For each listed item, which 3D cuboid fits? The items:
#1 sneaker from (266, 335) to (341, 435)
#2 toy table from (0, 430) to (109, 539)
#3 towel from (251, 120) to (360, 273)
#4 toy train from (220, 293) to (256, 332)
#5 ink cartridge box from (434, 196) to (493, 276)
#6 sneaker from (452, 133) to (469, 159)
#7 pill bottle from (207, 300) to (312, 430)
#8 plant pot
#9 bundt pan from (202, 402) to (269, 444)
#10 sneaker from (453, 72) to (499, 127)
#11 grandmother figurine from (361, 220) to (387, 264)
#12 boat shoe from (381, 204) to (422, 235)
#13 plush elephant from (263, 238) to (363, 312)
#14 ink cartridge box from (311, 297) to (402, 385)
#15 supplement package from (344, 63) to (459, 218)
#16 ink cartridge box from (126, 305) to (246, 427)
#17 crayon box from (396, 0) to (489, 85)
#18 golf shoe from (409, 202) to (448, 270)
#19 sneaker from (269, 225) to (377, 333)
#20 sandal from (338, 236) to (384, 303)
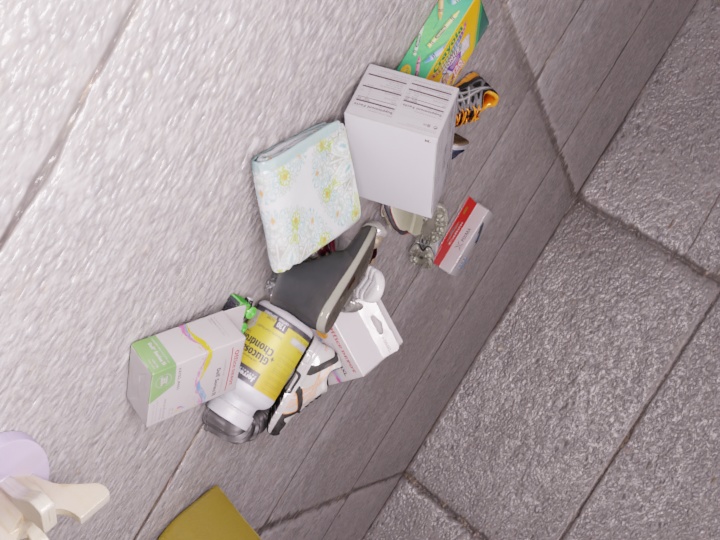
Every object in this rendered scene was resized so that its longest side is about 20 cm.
[{"bbox_3d":[-0.102,0.217,1.433,0.202,0.079,0.074,-58,-164,16],"label":"sneaker"},{"bbox_3d":[-0.427,0.310,1.026,0.184,0.116,0.202,-45,157,-29],"label":"toy table"},{"bbox_3d":[-0.076,-0.116,1.205,0.199,0.047,0.174,-36,124,-43],"label":"towel"},{"bbox_3d":[-0.235,0.128,1.308,0.202,0.041,0.056,-59,150,5],"label":"toy train"},{"bbox_3d":[0.273,-0.086,2.147,0.202,0.044,0.176,-59,161,5],"label":"ink cartridge box"},{"bbox_3d":[0.138,-0.214,1.609,0.198,0.070,0.110,-20,135,-48],"label":"sneaker"},{"bbox_3d":[-0.174,0.162,1.368,0.202,0.111,0.112,-59,160,-11],"label":"pill bottle"},{"bbox_3d":[-0.319,0.598,1.605,0.198,0.195,0.197,-26,145,-40],"label":"plant pot"},{"bbox_3d":[-0.198,0.238,1.503,0.202,0.075,0.203,-47,157,-26],"label":"bundt pan"},{"bbox_3d":[0.200,-0.321,1.589,0.200,0.077,0.079,-43,158,-29],"label":"sneaker"},{"bbox_3d":[0.000,-0.012,1.615,0.121,0.060,0.202,-39,157,-59],"label":"grandmother figurine"},{"bbox_3d":[0.073,-0.116,1.620,0.200,0.061,0.073,29,76,-69],"label":"boat shoe"},{"bbox_3d":[-0.059,-0.005,1.343,0.202,0.154,0.164,-60,159,9],"label":"plush elephant"},{"bbox_3d":[-0.030,0.123,1.509,0.125,0.130,0.199,-36,-172,-40],"label":"ink cartridge box"},{"bbox_3d":[0.065,-0.205,1.306,0.201,0.153,0.112,88,23,-57],"label":"supplement package"},{"bbox_3d":[-0.243,0.138,1.206,0.198,0.067,0.119,-21,141,-39],"label":"ink cartridge box"},{"bbox_3d":[0.138,-0.377,1.389,0.202,0.058,0.119,-58,160,3],"label":"crayon box"},{"bbox_3d":[0.162,-0.099,1.865,0.202,0.077,0.098,107,9,-50],"label":"golf shoe"},{"bbox_3d":[-0.053,-0.009,1.236,0.201,0.105,0.075,-58,166,-32],"label":"sneaker"},{"bbox_3d":[-0.003,0.007,1.452,0.049,0.203,0.084,17,108,-31],"label":"sandal"}]
